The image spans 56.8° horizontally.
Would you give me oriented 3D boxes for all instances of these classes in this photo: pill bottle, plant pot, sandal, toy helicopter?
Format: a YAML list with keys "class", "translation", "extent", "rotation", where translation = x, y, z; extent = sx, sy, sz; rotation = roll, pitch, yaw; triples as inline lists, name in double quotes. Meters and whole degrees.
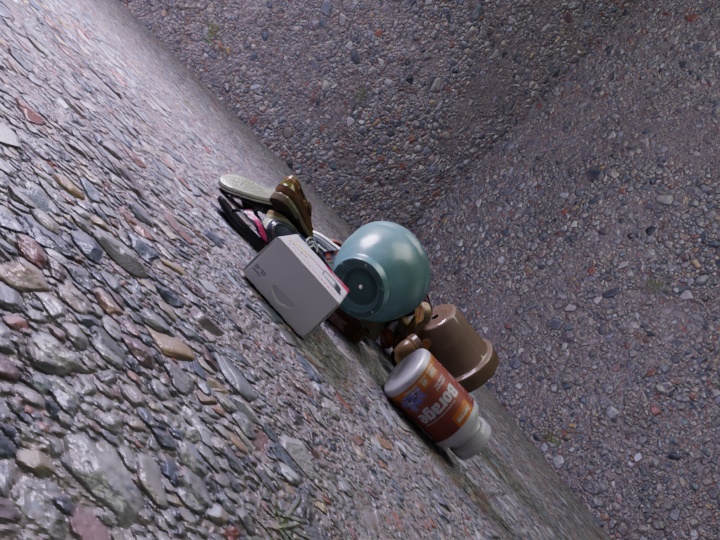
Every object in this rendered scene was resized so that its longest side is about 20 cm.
- class: "pill bottle"
  translation: [0.146, 0.251, 1.234]
  extent: [0.200, 0.112, 0.112]
  rotation: [46, 5, -9]
- class: "plant pot"
  translation: [0.023, 0.017, 1.306]
  extent: [0.201, 0.200, 0.134]
  rotation: [47, 31, 7]
- class: "sandal"
  translation: [-0.191, -0.071, 1.259]
  extent: [0.200, 0.045, 0.075]
  rotation: [47, 5, -11]
- class: "plant pot"
  translation: [0.216, 0.183, 1.631]
  extent: [0.176, 0.198, 0.200]
  rotation: [62, 1, -16]
- class: "toy helicopter"
  translation: [0.118, 0.152, 1.528]
  extent: [0.078, 0.201, 0.133]
  rotation: [1, 49, -21]

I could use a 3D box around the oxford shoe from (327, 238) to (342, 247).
- class: "oxford shoe"
  translation: [-0.057, -0.033, 1.689]
  extent: [0.075, 0.070, 0.200]
  rotation: [52, 0, 33]

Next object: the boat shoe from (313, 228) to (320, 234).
- class: "boat shoe"
  translation: [-0.144, -0.084, 1.654]
  extent: [0.200, 0.064, 0.073]
  rotation: [45, 21, -50]

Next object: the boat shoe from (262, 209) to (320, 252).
- class: "boat shoe"
  translation: [-0.148, -0.049, 1.434]
  extent: [0.073, 0.063, 0.200]
  rotation: [14, -24, 46]

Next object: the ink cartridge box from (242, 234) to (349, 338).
- class: "ink cartridge box"
  translation: [-0.100, 0.020, 1.107]
  extent: [0.148, 0.086, 0.200]
  rotation: [47, 4, -1]

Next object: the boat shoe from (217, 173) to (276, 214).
- class: "boat shoe"
  translation: [-0.236, -0.157, 1.471]
  extent: [0.199, 0.062, 0.075]
  rotation: [16, 32, -50]

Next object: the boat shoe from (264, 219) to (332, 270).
- class: "boat shoe"
  translation: [-0.122, -0.033, 1.367]
  extent: [0.061, 0.075, 0.201]
  rotation: [9, -33, 43]

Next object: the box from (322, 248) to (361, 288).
- class: "box"
  translation: [0.000, 0.000, 1.523]
  extent: [0.199, 0.034, 0.112]
  rotation: [-9, 91, -49]

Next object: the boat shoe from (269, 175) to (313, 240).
- class: "boat shoe"
  translation: [-0.130, -0.125, 1.419]
  extent: [0.071, 0.069, 0.201]
  rotation: [23, -20, 17]

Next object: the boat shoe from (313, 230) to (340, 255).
- class: "boat shoe"
  translation: [-0.094, -0.035, 1.568]
  extent: [0.198, 0.073, 0.062]
  rotation: [27, 45, 10]

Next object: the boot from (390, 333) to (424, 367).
- class: "boot"
  translation: [0.126, 0.243, 1.471]
  extent: [0.202, 0.075, 0.073]
  rotation: [64, -19, -17]

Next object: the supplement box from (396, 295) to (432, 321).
- class: "supplement box"
  translation: [0.090, 0.077, 1.585]
  extent: [0.200, 0.108, 0.062]
  rotation: [10, 59, -68]

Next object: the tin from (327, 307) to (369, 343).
- class: "tin"
  translation: [-0.057, 0.071, 1.341]
  extent: [0.200, 0.042, 0.112]
  rotation: [45, 10, -29]

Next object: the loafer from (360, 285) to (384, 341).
- class: "loafer"
  translation: [0.016, 0.058, 1.446]
  extent: [0.067, 0.203, 0.076]
  rotation: [12, 23, 20]

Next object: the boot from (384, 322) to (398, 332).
- class: "boot"
  translation: [0.125, 0.184, 1.821]
  extent: [0.200, 0.069, 0.174]
  rotation: [48, 5, 33]
